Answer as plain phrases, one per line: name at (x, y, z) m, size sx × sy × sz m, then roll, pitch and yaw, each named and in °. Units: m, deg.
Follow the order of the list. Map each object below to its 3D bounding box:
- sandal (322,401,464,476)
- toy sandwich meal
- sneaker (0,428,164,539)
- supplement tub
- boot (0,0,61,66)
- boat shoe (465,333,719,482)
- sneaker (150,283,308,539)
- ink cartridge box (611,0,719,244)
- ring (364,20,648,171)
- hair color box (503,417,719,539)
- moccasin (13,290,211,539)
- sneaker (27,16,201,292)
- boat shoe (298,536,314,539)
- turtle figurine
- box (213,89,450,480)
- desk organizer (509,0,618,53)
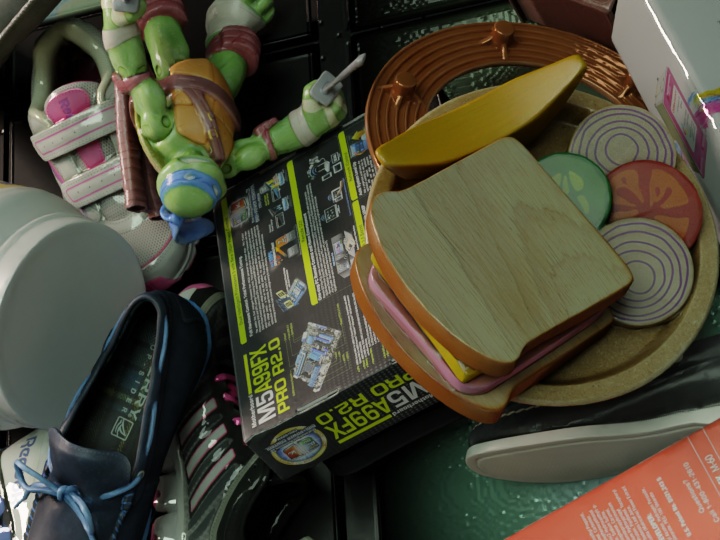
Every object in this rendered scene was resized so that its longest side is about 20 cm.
sandal at (0.056, 0.049, 1.084) m, size 0.200 × 0.075 × 0.045 m, roll -30°, pitch 107°, yaw 11°
toy sandwich meal at (0.089, -0.022, 0.979) m, size 0.204 × 0.070 × 0.206 m, roll 2°, pitch 64°, yaw -5°
sneaker at (-0.152, 0.156, 1.125) m, size 0.115 × 0.081 × 0.200 m, roll -38°, pitch 60°, yaw 7°
supplement tub at (-0.242, 0.014, 1.161) m, size 0.199 × 0.145 × 0.146 m, roll 13°, pitch 76°, yaw 35°
boot at (-0.236, -0.184, 1.235) m, size 0.200 × 0.072 × 0.182 m, roll -57°, pitch 37°, yaw 23°
boat shoe at (0.152, 0.069, 1.041) m, size 0.199 × 0.074 × 0.061 m, roll -13°, pitch 67°, yaw 14°
sneaker at (-0.071, 0.104, 1.118) m, size 0.087 × 0.074 × 0.201 m, roll -7°, pitch 73°, yaw 19°
ink cartridge box at (0.241, -0.096, 1.041) m, size 0.144 × 0.085 × 0.201 m, roll -19°, pitch 64°, yaw -8°
ring at (0.101, -0.075, 1.080) m, size 0.200 × 0.019 × 0.201 m, roll 7°, pitch 48°, yaw -8°
hair color box at (0.125, 0.161, 0.996) m, size 0.200 × 0.111 × 0.064 m, roll -31°, pitch 62°, yaw 8°
moccasin at (-0.150, 0.101, 1.067) m, size 0.080 × 0.068 × 0.201 m, roll 13°, pitch 79°, yaw 20°
sneaker at (-0.165, -0.074, 1.210) m, size 0.081 × 0.088 × 0.200 m, roll -29°, pitch 63°, yaw 10°
boat shoe at (0.005, 0.233, 1.039) m, size 0.062 × 0.075 × 0.200 m, roll -30°, pitch 68°, yaw 2°
turtle figurine at (-0.079, -0.135, 1.140) m, size 0.143 × 0.201 × 0.194 m, roll -3°, pitch 40°, yaw -7°
box at (0.000, 0.000, 1.100) m, size 0.160 × 0.044 × 0.200 m, roll -29°, pitch 42°, yaw 16°
desk organizer at (0.164, -0.235, 1.151) m, size 0.077 × 0.072 × 0.200 m, roll 24°, pitch 81°, yaw 25°
